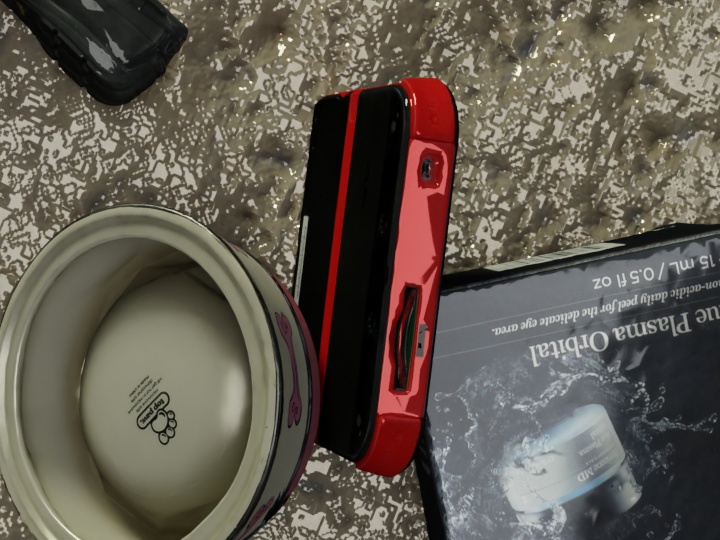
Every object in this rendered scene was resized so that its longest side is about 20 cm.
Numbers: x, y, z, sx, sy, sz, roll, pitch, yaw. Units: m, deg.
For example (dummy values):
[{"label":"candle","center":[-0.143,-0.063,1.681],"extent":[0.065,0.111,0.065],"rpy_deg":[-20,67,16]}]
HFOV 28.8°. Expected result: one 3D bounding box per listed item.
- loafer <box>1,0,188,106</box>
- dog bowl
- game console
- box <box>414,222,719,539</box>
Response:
[{"label":"loafer","center":[-0.184,-0.183,0.800],"extent":[0.201,0.068,0.070],"rpy_deg":[45,69,-1]},{"label":"dog bowl","center":[-0.107,0.067,0.764],"extent":[0.198,0.073,0.204],"rpy_deg":[-3,84,30]},{"label":"game console","center":[0.000,0.000,0.760],"extent":[0.031,0.177,0.203],"rpy_deg":[7,90,-18]},{"label":"box","center":[0.128,0.089,0.799],"extent":[0.194,0.117,0.203],"rpy_deg":[-12,93,-4]}]
